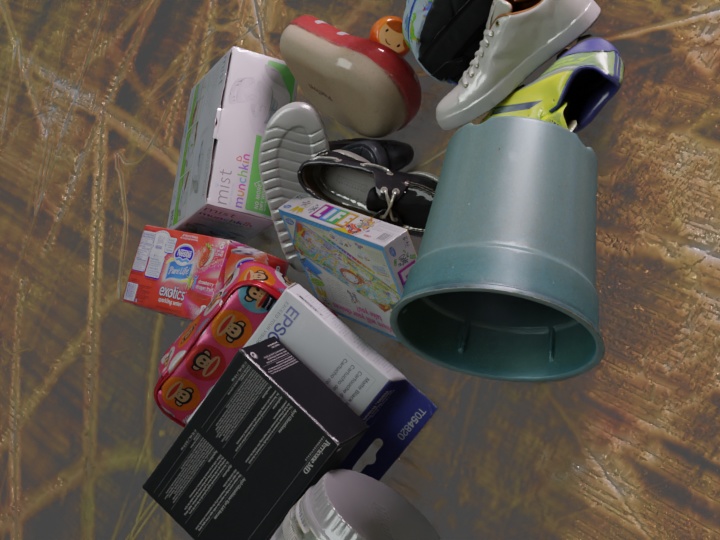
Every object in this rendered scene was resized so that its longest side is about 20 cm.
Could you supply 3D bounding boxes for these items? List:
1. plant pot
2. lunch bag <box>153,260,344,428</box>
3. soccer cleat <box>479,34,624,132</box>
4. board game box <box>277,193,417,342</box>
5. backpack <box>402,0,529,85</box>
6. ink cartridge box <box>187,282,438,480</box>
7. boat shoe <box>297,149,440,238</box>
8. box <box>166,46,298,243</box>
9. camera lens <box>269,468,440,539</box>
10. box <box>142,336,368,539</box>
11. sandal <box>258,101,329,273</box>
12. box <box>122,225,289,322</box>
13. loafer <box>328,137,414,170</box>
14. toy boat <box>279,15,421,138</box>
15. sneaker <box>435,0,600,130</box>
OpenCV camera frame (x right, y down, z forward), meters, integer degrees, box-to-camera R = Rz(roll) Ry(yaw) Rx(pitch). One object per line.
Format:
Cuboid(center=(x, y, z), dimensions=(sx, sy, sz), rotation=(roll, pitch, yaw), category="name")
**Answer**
Cuboid(center=(0.139, -0.025, 1.489), dimensions=(0.199, 0.200, 0.198), rotation=(-18, 53, 45), category="plant pot")
Cuboid(center=(-0.111, 0.107, 1.737), dimensions=(0.200, 0.176, 0.082), rotation=(-50, 16, 19), category="lunch bag")
Cuboid(center=(0.181, -0.151, 1.578), dimensions=(0.200, 0.064, 0.084), rotation=(-43, 31, 27), category="soccer cleat")
Cuboid(center=(0.000, 0.000, 1.688), dimensions=(0.034, 0.135, 0.199), rotation=(-35, 31, -23), category="board game box")
Cuboid(center=(0.128, -0.289, 1.653), dimensions=(0.201, 0.162, 0.154), rotation=(-67, 29, 13), category="backpack")
Cuboid(center=(-0.053, 0.151, 1.652), dimensions=(0.200, 0.041, 0.200), rotation=(40, 111, 6), category="ink cartridge box")
Cuboid(center=(0.022, -0.081, 1.698), dimensions=(0.199, 0.060, 0.074), rotation=(26, 114, 28), category="boat shoe")
Cuboid(center=(-0.158, -0.145, 1.924), dimensions=(0.176, 0.096, 0.202), rotation=(152, 129, -64), category="box")
Cuboid(center=(-0.030, 0.317, 1.550), dimensions=(0.201, 0.159, 0.160), rotation=(-57, 40, 16), category="camera lens")
Cuboid(center=(-0.108, 0.191, 1.611), dimensions=(0.141, 0.079, 0.200), rotation=(43, 114, 15), category="box")
Cuboid(center=(-0.072, -0.097, 1.810), dimensions=(0.050, 0.082, 0.204), rotation=(-79, -13, -67), category="sandal")
Cuboid(center=(-0.184, 0.013, 1.864), dimensions=(0.199, 0.095, 0.101), rotation=(10, 82, 52), category="box")
Cuboid(center=(-0.015, -0.119, 1.825), dimensions=(0.199, 0.063, 0.073), rotation=(-1, 103, 55), category="loafer")
Cuboid(center=(0.007, -0.241, 1.812), dimensions=(0.131, 0.131, 0.200), rotation=(-41, 38, -11), category="toy boat")
Cuboid(center=(0.139, -0.228, 1.594), dimensions=(0.200, 0.085, 0.073), rotation=(-40, 17, 17), category="sneaker")
